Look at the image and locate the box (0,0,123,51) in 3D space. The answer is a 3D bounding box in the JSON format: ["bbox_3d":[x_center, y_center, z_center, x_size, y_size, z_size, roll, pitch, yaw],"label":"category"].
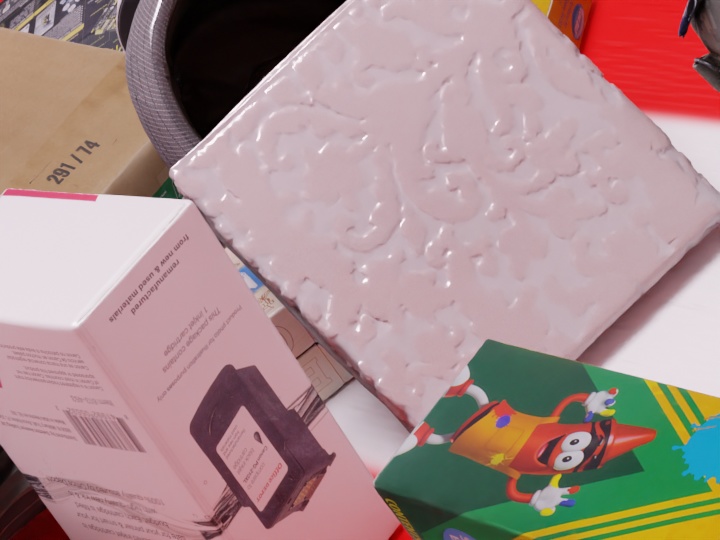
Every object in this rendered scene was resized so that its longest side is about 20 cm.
[{"bbox_3d":[-0.171,-0.150,1.538,0.199,0.049,0.162,-32,39,32],"label":"box"}]

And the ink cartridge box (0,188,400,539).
[{"bbox_3d":[-0.094,0.066,1.084,0.144,0.201,0.084,6,46,48],"label":"ink cartridge box"}]

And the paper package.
[{"bbox_3d":[-0.194,-0.030,1.352,0.189,0.104,0.200,14,48,27],"label":"paper package"}]

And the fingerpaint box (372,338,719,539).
[{"bbox_3d":[0.120,0.128,0.786,0.073,0.200,0.166,-49,34,-21],"label":"fingerpaint box"}]

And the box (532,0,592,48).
[{"bbox_3d":[0.030,-0.105,1.360,0.199,0.042,0.119,-18,35,32],"label":"box"}]

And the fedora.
[{"bbox_3d":[-0.019,-0.099,1.201,0.199,0.178,0.090,-15,-7,-10],"label":"fedora"}]

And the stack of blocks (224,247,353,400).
[{"bbox_3d":[0.000,0.000,1.221,0.200,0.059,0.115,-39,30,-6],"label":"stack of blocks"}]

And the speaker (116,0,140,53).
[{"bbox_3d":[-0.098,-0.186,1.377,0.081,0.081,0.201,-27,31,13],"label":"speaker"}]

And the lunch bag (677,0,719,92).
[{"bbox_3d":[0.260,-0.147,1.106,0.200,0.140,0.168,-39,14,-8],"label":"lunch bag"}]

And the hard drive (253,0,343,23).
[{"bbox_3d":[-0.027,-0.179,1.307,0.140,0.199,0.033,-96,28,-57],"label":"hard drive"}]

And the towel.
[{"bbox_3d":[0.042,-0.036,1.129,0.191,0.200,0.032,-43,-7,-11],"label":"towel"}]

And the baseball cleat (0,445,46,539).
[{"bbox_3d":[-0.163,0.108,1.234,0.200,0.106,0.070,-38,59,44],"label":"baseball cleat"}]
